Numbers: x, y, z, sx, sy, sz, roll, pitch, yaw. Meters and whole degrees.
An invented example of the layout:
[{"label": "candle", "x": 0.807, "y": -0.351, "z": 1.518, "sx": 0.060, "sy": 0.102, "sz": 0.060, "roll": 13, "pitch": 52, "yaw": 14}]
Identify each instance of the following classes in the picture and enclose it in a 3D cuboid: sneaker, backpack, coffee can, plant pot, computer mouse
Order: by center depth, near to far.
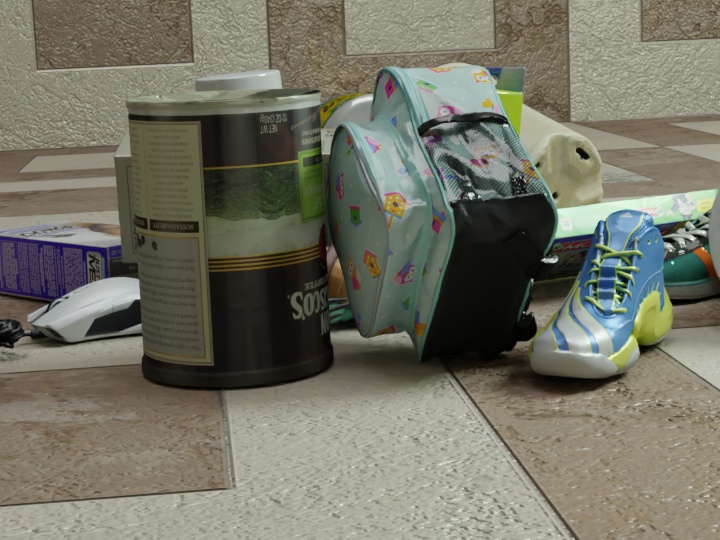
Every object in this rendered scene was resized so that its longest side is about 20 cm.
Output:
[{"label": "sneaker", "x": 0.172, "y": 0.013, "z": 1.110, "sx": 0.075, "sy": 0.107, "sz": 0.200, "roll": 2, "pitch": 10, "yaw": 25}, {"label": "coffee can", "x": -0.096, "y": -0.029, "z": 1.135, "sx": 0.144, "sy": 0.203, "sz": 0.146, "roll": -3, "pitch": 10, "yaw": 0}, {"label": "backpack", "x": 0.053, "y": -0.053, "z": 1.143, "sx": 0.151, "sy": 0.177, "sz": 0.202, "roll": -2, "pitch": 49, "yaw": -8}, {"label": "computer mouse", "x": -0.241, "y": 0.033, "z": 1.286, "sx": 0.198, "sy": 0.045, "sz": 0.109, "roll": -8, "pitch": 10, "yaw": -30}, {"label": "sneaker", "x": 0.306, "y": -0.022, "z": 1.353, "sx": 0.198, "sy": 0.081, "sz": 0.071, "roll": -7, "pitch": 10, "yaw": -22}, {"label": "plant pot", "x": 0.147, "y": -0.099, "z": 1.601, "sx": 0.199, "sy": 0.203, "sz": 0.183, "roll": -10, "pitch": 23, "yaw": -38}]

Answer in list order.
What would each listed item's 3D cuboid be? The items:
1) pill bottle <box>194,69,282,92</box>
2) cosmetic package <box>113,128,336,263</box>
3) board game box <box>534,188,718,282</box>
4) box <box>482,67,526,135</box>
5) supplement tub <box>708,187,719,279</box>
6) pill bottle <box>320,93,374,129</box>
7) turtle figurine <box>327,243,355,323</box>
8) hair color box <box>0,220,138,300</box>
[{"label": "pill bottle", "x": -0.106, "y": -0.086, "z": 1.466, "sx": 0.111, "sy": 0.203, "sz": 0.112, "roll": -7, "pitch": 10, "yaw": 1}, {"label": "cosmetic package", "x": -0.112, "y": -0.066, "z": 1.356, "sx": 0.197, "sy": 0.105, "sz": 0.073, "roll": 1, "pitch": 24, "yaw": 2}, {"label": "board game box", "x": 0.216, "y": -0.028, "z": 1.405, "sx": 0.198, "sy": 0.029, "sz": 0.134, "roll": -8, "pitch": -16, "yaw": -26}, {"label": "box", "x": 0.099, "y": -0.098, "z": 1.486, "sx": 0.047, "sy": 0.203, "sz": 0.121, "roll": 2, "pitch": 5, "yaw": -34}, {"label": "supplement tub", "x": 0.383, "y": -0.039, "z": 1.240, "sx": 0.144, "sy": 0.147, "sz": 0.199, "roll": 5, "pitch": 12, "yaw": 36}, {"label": "pill bottle", "x": -0.001, "y": -0.116, "z": 1.493, "sx": 0.111, "sy": 0.114, "sz": 0.200, "roll": -4, "pitch": 7, "yaw": -10}, {"label": "turtle figurine", "x": -0.027, "y": 0.001, "z": 1.273, "sx": 0.198, "sy": 0.101, "sz": 0.151, "roll": 15, "pitch": 58, "yaw": 12}, {"label": "hair color box", "x": -0.264, "y": -0.008, "z": 1.482, "sx": 0.198, "sy": 0.066, "sz": 0.109, "roll": 8, "pitch": 13, "yaw": 41}]
